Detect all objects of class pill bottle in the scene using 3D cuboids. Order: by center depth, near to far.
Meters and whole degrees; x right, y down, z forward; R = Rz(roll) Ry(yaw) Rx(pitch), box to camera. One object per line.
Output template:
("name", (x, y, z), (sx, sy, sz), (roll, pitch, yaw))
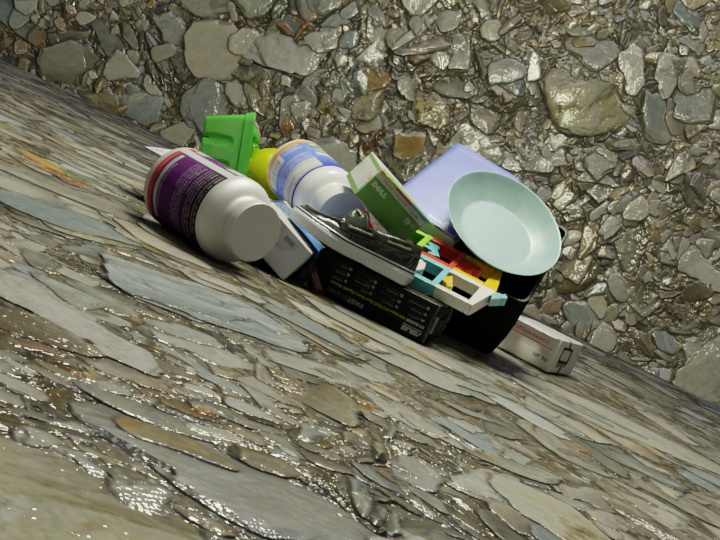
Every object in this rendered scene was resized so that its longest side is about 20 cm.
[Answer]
("pill bottle", (-0.192, -0.082, 1.446), (0.112, 0.113, 0.199), (20, 7, -45))
("pill bottle", (-0.068, -0.127, 1.780), (0.111, 0.113, 0.200), (22, 14, -34))

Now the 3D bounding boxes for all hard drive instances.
("hard drive", (0.152, -0.125, 1.789), (0.131, 0.026, 0.200), (33, 48, 21))

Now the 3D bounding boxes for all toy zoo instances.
("toy zoo", (0.126, 0.003, 1.635), (0.199, 0.021, 0.131), (27, 31, 15))

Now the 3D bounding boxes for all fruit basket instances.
("fruit basket", (-0.194, -0.182, 1.996), (0.214, 0.217, 0.156), (24, 4, -8))

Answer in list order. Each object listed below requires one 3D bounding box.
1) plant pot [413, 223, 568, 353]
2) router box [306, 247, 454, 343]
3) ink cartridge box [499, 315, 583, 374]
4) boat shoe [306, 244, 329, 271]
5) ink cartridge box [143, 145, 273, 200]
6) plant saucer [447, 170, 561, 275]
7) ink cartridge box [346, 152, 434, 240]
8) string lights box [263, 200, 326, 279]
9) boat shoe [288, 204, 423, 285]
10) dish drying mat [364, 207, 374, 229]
("plant pot", (0.197, 0.012, 1.805), (0.198, 0.179, 0.200), (25, 46, 15))
("router box", (0.032, 0.035, 1.635), (0.199, 0.063, 0.150), (26, 7, 13))
("ink cartridge box", (0.327, 0.136, 2.052), (0.115, 0.068, 0.200), (27, 5, 26))
("boat shoe", (0.000, 0.000, 1.823), (0.084, 0.069, 0.199), (29, 6, 43))
("ink cartridge box", (-0.234, -0.133, 1.755), (0.198, 0.047, 0.198), (25, 7, 7))
("plant saucer", (0.216, -0.065, 1.713), (0.199, 0.039, 0.203), (15, 49, -19))
("ink cartridge box", (0.040, -0.102, 1.621), (0.104, 0.059, 0.200), (48, 5, -16))
("string lights box", (-0.112, -0.048, 1.627), (0.103, 0.059, 0.200), (49, 5, 1))
("boat shoe", (-0.004, -0.053, 1.572), (0.199, 0.071, 0.072), (27, 3, -2))
("dish drying mat", (0.024, -0.036, 1.948), (0.201, 0.018, 0.077), (65, -14, -23))
